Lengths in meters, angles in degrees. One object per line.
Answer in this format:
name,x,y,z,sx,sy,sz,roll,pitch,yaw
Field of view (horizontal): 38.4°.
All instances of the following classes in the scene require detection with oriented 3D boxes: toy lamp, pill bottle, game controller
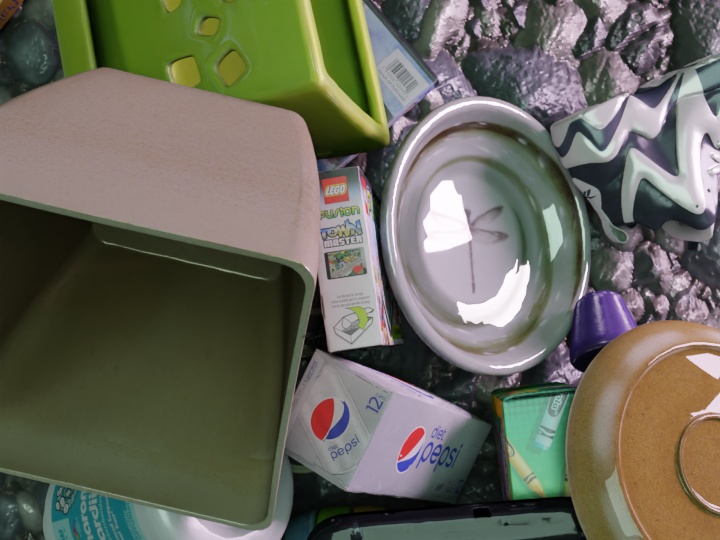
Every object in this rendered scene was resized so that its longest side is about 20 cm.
toy lamp,0.182,0.110,0.722,0.058,0.058,0.201,-4,62,3
pill bottle,-0.143,0.159,0.704,0.199,0.110,0.112,-26,83,45
game controller,0.064,0.203,0.661,0.198,0.042,0.105,-4,101,1

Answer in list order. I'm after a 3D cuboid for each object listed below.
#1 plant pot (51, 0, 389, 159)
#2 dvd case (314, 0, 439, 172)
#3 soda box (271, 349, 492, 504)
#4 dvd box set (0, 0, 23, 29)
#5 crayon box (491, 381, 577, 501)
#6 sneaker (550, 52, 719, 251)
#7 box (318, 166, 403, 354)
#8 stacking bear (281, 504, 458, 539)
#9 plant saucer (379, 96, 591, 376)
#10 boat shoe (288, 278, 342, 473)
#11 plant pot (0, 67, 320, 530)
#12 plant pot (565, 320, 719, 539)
plant pot,-0.101,-0.174,0.721,0.180,0.200,0.201,-13,83,12
dvd case,-0.057,-0.138,0.820,0.200,0.018,0.143,-40,84,1
soda box,0.022,0.111,0.704,0.063,0.200,0.069,26,89,28
dvd box set,-0.312,-0.291,0.841,0.146,0.029,0.200,38,90,6
crayon box,0.134,0.184,0.734,0.058,0.119,0.202,-6,86,3
sneaker,0.253,-0.086,0.771,0.198,0.079,0.130,-23,96,-9
box,0.000,0.000,0.714,0.034,0.200,0.111,-8,86,5
stacking bear,0.009,0.219,0.727,0.198,0.122,0.115,-13,108,3
plant saucer,0.085,-0.023,0.759,0.199,0.050,0.202,5,82,-34
boat shoe,-0.045,0.043,0.748,0.071,0.065,0.201,6,61,-12
plant pot,-0.118,-0.004,0.585,0.198,0.178,0.201,13,130,0
plant pot,0.226,0.126,0.667,0.198,0.027,0.202,7,70,-18
